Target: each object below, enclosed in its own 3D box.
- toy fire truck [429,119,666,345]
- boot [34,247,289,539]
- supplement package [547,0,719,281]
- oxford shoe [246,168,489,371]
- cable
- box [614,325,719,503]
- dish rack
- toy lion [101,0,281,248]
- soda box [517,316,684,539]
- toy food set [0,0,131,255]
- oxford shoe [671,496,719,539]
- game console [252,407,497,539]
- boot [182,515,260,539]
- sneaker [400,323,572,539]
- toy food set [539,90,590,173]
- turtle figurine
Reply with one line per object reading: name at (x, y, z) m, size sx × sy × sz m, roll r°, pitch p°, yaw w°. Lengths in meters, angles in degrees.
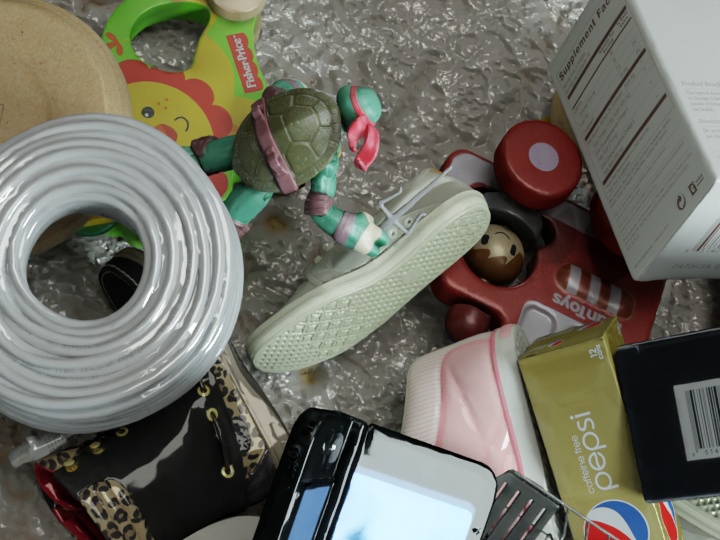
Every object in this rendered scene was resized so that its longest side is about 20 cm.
toy fire truck at (0.136, -0.001, 1.111) m, size 0.198 × 0.112 × 0.169 m, roll 26°, pitch 59°, yaw -4°
boot at (-0.150, 0.095, 0.988) m, size 0.150 × 0.073 × 0.201 m, roll -33°, pitch 84°, yaw -30°
supplement package at (0.234, -0.106, 1.065) m, size 0.115 × 0.118 × 0.202 m, roll 0°, pitch 55°, yaw -24°
oxford shoe at (0.000, 0.000, 1.053) m, size 0.199 × 0.075 × 0.058 m, roll -38°, pitch 60°, yaw 1°
cable at (-0.173, 0.000, 0.936) m, size 0.198 × 0.069 × 0.202 m, roll -20°, pitch 76°, yaw -5°
box at (0.293, 0.083, 1.007) m, size 0.199 × 0.147 × 0.109 m, roll -3°, pitch 81°, yaw -49°
dish rack at (0.132, 0.234, 0.981) m, size 0.199 × 0.055 × 0.154 m, roll 34°, pitch 103°, yaw 0°
toy lion at (-0.141, -0.120, 1.107) m, size 0.189 × 0.069 × 0.202 m, roll -13°, pitch 70°, yaw -16°
soda box at (0.172, 0.140, 1.028) m, size 0.203 × 0.063 × 0.068 m, roll 72°, pitch 20°, yaw -4°
toy food set at (-0.256, -0.095, 1.028) m, size 0.197 × 0.049 × 0.201 m, roll -8°, pitch 75°, yaw -5°
oxford shoe at (0.206, 0.145, 1.099) m, size 0.199 × 0.058 × 0.075 m, roll 34°, pitch 52°, yaw 15°
game console at (-0.004, 0.196, 0.889) m, size 0.115 × 0.176 × 0.203 m, roll 18°, pitch 86°, yaw 10°
boot at (-0.128, 0.229, 0.909) m, size 0.198 × 0.072 × 0.092 m, roll -18°, pitch 111°, yaw -29°
sneaker at (0.086, 0.145, 1.052) m, size 0.103 × 0.075 × 0.203 m, roll -13°, pitch 92°, yaw 16°
toy food set at (0.249, -0.117, 1.211) m, size 0.198 × 0.049 × 0.198 m, roll -23°, pitch 48°, yaw -26°
turtle figurine at (-0.047, -0.077, 1.007) m, size 0.198 × 0.101 × 0.151 m, roll -23°, pitch 58°, yaw 12°
